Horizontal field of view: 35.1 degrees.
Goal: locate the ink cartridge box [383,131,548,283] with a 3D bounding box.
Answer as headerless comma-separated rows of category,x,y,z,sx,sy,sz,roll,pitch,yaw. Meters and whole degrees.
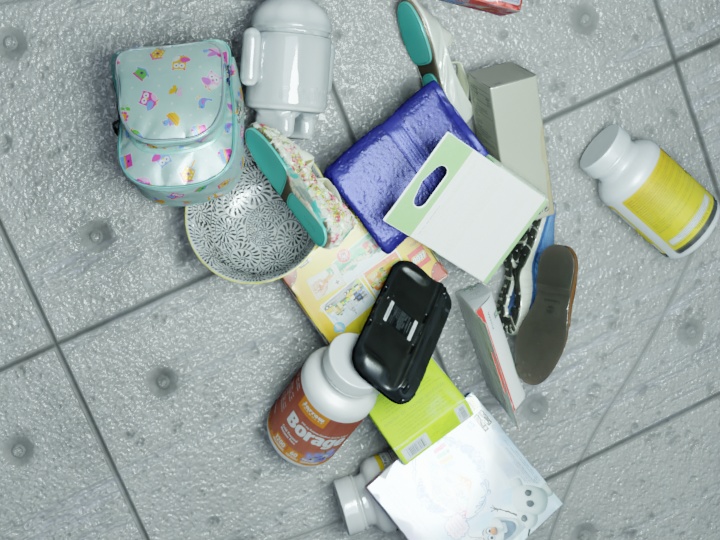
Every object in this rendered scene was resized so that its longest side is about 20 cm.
ink cartridge box,0.135,-0.087,1.505,0.198,0.048,0.146,29,105,-31

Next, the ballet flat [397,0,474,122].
ballet flat,0.109,-0.293,1.595,0.068,0.069,0.203,-23,106,-7

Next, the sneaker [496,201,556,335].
sneaker,0.258,-0.006,1.662,0.088,0.078,0.204,7,96,-29

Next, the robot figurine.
robot figurine,-0.096,-0.279,1.525,0.168,0.112,0.204,-5,101,-52

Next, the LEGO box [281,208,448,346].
LEGO box,0.000,0.000,1.603,0.199,0.077,0.150,-36,104,-4

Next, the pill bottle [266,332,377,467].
pill bottle,-0.045,0.175,1.553,0.111,0.113,0.201,23,136,-13

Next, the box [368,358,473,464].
box,0.057,0.163,1.599,0.121,0.200,0.048,-35,134,-4

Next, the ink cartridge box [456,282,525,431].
ink cartridge box,0.195,0.116,1.594,0.049,0.200,0.163,-20,102,-4

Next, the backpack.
backpack,-0.234,-0.190,1.468,0.172,0.153,0.204,-6,84,-4

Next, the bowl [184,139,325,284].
bowl,-0.131,-0.068,1.544,0.197,0.094,0.205,-3,74,9

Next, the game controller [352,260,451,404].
game controller,0.057,0.078,1.516,0.104,0.042,0.202,34,51,-9

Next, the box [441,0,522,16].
box,0.126,-0.422,1.556,0.196,0.095,0.102,11,96,-12

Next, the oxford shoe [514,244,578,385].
oxford shoe,0.271,0.064,1.604,0.070,0.071,0.204,19,100,24

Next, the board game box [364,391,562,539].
board game box,0.142,0.311,1.572,0.198,0.043,0.201,-39,86,-11

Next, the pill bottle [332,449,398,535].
pill bottle,0.064,0.311,1.644,0.197,0.111,0.113,-17,101,-7

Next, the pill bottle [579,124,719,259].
pill bottle,0.416,-0.117,1.648,0.199,0.112,0.113,39,90,-14

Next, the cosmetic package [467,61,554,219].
cosmetic package,0.209,-0.177,1.584,0.072,0.104,0.203,-15,115,-9

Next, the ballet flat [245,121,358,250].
ballet flat,-0.075,-0.114,1.473,0.063,0.076,0.201,-26,74,-31

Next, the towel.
towel,0.066,-0.138,1.532,0.199,0.050,0.148,-39,99,-6
